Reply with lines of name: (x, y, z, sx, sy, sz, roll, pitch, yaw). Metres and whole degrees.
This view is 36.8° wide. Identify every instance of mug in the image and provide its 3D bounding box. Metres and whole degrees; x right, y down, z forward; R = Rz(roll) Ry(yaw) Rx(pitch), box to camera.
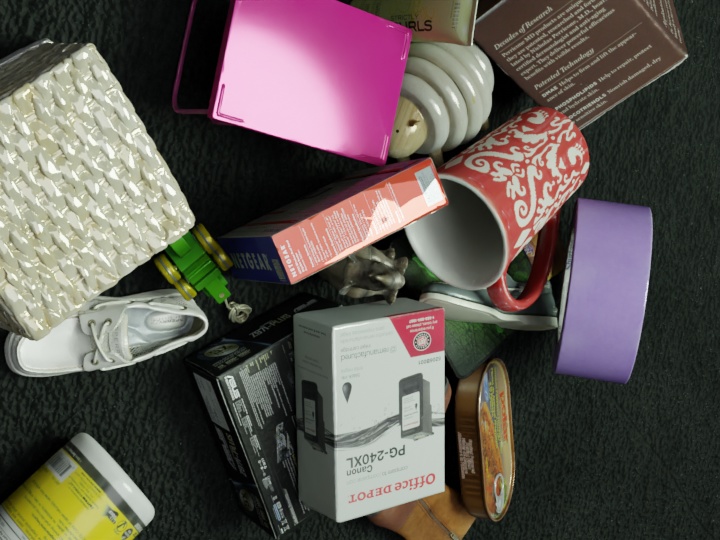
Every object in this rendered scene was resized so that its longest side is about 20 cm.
mug: (0.155, -0.070, 1.183, 0.200, 0.132, 0.180, -40, 139, -38)

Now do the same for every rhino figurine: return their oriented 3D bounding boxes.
rhino figurine: (0.000, 0.000, 1.107, 0.086, 0.200, 0.061, 15, 94, -10)

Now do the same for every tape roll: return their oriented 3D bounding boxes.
tape roll: (0.274, 0.023, 1.233, 0.083, 0.200, 0.204, 7, 96, 8)

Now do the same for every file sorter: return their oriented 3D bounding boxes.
file sorter: (-0.073, -0.198, 1.083, 0.197, 0.125, 0.142, 12, 91, -34)

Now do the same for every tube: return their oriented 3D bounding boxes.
tube: (0.057, -0.266, 1.109, 0.052, 0.199, 0.059, -39, 117, -22)

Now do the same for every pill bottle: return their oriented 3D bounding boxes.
pill bottle: (-0.302, 0.262, 1.024, 0.200, 0.112, 0.113, -43, 118, -18)

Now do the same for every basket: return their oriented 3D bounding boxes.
basket: (-0.284, -0.071, 0.951, 0.197, 0.160, 0.202, -38, 118, -22)

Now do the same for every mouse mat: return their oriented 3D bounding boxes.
mouse mat: (0.129, 0.005, 1.252, 0.160, 0.007, 0.202, -40, 114, -20)

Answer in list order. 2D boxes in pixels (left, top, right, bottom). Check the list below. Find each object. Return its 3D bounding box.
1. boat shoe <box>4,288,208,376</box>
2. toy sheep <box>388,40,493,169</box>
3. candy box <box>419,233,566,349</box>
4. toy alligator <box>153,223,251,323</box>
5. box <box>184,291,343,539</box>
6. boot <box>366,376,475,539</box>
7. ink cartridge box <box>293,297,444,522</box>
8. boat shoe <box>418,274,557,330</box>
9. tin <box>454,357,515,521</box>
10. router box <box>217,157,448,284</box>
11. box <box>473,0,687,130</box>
boat shoe: (-0.243, 0.061, 1.052, 0.197, 0.069, 0.072, -15, 108, -29)
toy sheep: (0.085, -0.193, 1.188, 0.200, 0.137, 0.139, -49, 121, -32)
candy box: (0.153, -0.009, 1.301, 0.199, 0.056, 0.118, -33, 115, -22)
toy alligator: (-0.162, -0.004, 1.085, 0.059, 0.054, 0.200, -38, 152, -4)
box: (-0.074, 0.153, 1.164, 0.162, 0.086, 0.203, -29, 113, -26)
boot: (0.094, 0.248, 1.303, 0.200, 0.068, 0.190, 43, 68, -34)
ink cartridge box: (0.011, 0.141, 1.117, 0.143, 0.083, 0.204, -8, 101, -34)
boat shoe: (0.146, 0.027, 1.229, 0.197, 0.072, 0.063, 11, 77, -34)
tin: (0.153, 0.205, 1.322, 0.112, 0.041, 0.204, -26, 114, -56)
router box: (-0.034, -0.049, 1.079, 0.178, 0.199, 0.050, -27, 101, -19)
box: (0.232, -0.299, 1.201, 0.199, 0.163, 0.168, 35, 39, -31)
